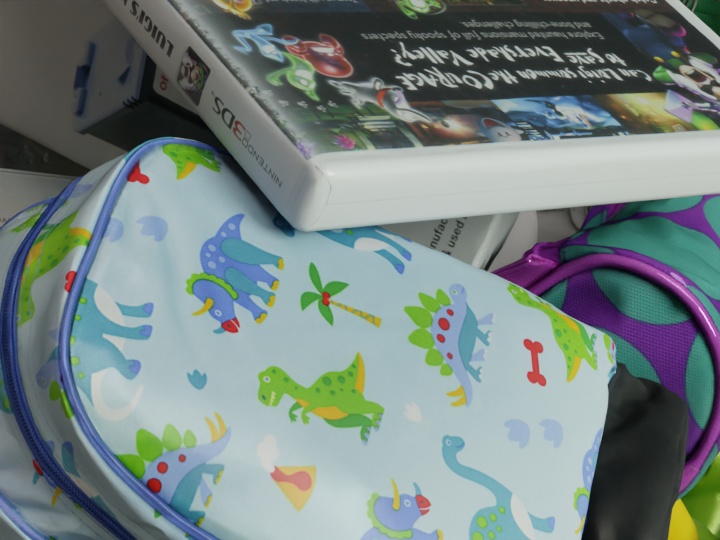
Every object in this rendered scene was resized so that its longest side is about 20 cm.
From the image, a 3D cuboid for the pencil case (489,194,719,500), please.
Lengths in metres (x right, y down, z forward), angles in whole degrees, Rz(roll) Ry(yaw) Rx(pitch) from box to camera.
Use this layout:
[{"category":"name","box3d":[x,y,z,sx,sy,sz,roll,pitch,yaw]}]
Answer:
[{"category":"pencil case","box3d":[0.102,0.002,0.732,0.093,0.085,0.200,57,27,-7]}]

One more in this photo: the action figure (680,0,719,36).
[{"category":"action figure","box3d":[0.164,-0.134,1.052,0.198,0.055,0.119,-1,59,-21]}]

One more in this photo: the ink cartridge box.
[{"category":"ink cartridge box","box3d":[-0.029,-0.082,0.707,0.199,0.086,0.147,26,31,6]}]

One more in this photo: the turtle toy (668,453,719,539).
[{"category":"turtle toy","box3d":[0.086,0.121,0.757,0.200,0.101,0.146,-41,125,-13]}]

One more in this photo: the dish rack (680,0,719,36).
[{"category":"dish rack","box3d":[0.123,-0.164,0.998,0.198,0.055,0.154,16,52,-3]}]

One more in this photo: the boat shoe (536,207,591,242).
[{"category":"boat shoe","box3d":[0.125,-0.022,0.877,0.199,0.067,0.073,15,24,29]}]

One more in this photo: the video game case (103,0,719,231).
[{"category":"video game case","box3d":[0.013,-0.080,0.632,0.199,0.023,0.182,-6,43,-40]}]

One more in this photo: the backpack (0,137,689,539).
[{"category":"backpack","box3d":[-0.019,0.056,0.563,0.198,0.154,0.164,20,55,3]}]

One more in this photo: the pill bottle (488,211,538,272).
[{"category":"pill bottle","box3d":[0.000,0.000,0.822,0.199,0.120,0.120,28,48,-8]}]

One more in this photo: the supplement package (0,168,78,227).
[{"category":"supplement package","box3d":[-0.098,0.094,0.676,0.149,0.152,0.201,5,54,-27]}]
